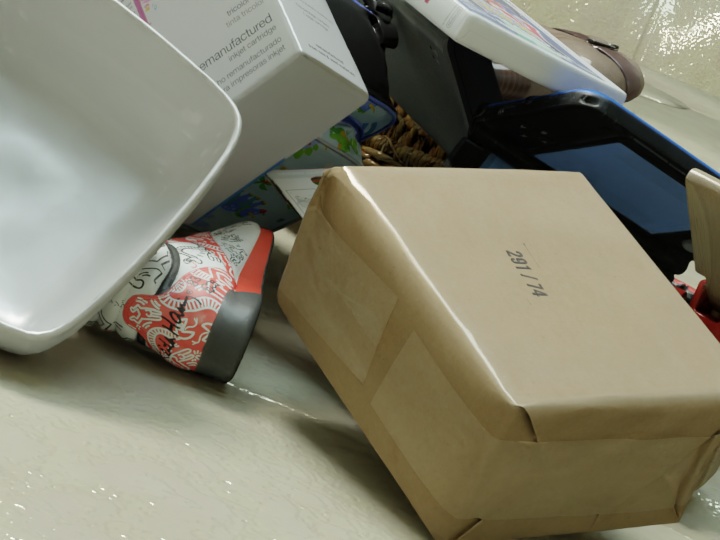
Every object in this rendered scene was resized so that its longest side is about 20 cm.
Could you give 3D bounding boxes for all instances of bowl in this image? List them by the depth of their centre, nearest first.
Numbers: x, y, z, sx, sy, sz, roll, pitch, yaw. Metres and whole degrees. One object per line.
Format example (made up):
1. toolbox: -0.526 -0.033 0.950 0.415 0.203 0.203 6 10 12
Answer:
1. bowl: -0.189 -0.059 1.365 0.200 0.200 0.075 37 -28 8

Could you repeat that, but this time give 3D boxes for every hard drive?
1. hard drive: 0.039 -0.155 1.753 0.200 0.033 0.140 49 -16 49

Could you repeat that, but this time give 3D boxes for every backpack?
1. backpack: -0.097 -0.110 1.679 0.183 0.200 0.148 28 50 -37

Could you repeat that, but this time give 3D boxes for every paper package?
1. paper package: 0.084 0.040 1.387 0.190 0.104 0.200 -1 42 -37

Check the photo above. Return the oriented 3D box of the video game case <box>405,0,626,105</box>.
1. video game case: 0.058 -0.174 1.586 0.182 0.023 0.200 43 14 32

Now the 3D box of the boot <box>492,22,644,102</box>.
1. boot: 0.110 -0.166 1.887 0.146 0.070 0.200 -2 31 -37

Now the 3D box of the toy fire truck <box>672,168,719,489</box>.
1. toy fire truck: 0.163 0.020 1.545 0.176 0.201 0.129 26 13 15

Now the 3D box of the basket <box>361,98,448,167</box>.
1. basket: 0.040 -0.092 1.846 0.200 0.149 0.143 32 1 34

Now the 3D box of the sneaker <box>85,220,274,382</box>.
1. sneaker: -0.113 -0.002 1.481 0.108 0.067 0.201 23 16 -7

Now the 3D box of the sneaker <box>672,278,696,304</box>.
1. sneaker: 0.267 0.071 1.778 0.200 0.071 0.098 37 15 19

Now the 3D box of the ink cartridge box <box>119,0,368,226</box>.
1. ink cartridge box: -0.103 -0.154 1.525 0.085 0.144 0.201 29 31 -54

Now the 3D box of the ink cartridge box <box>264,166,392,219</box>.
1. ink cartridge box: 0.021 0.017 1.519 0.109 0.050 0.200 -3 41 -38

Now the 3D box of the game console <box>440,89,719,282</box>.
1. game console: 0.146 -0.014 1.624 0.200 0.119 0.170 31 -20 -30
